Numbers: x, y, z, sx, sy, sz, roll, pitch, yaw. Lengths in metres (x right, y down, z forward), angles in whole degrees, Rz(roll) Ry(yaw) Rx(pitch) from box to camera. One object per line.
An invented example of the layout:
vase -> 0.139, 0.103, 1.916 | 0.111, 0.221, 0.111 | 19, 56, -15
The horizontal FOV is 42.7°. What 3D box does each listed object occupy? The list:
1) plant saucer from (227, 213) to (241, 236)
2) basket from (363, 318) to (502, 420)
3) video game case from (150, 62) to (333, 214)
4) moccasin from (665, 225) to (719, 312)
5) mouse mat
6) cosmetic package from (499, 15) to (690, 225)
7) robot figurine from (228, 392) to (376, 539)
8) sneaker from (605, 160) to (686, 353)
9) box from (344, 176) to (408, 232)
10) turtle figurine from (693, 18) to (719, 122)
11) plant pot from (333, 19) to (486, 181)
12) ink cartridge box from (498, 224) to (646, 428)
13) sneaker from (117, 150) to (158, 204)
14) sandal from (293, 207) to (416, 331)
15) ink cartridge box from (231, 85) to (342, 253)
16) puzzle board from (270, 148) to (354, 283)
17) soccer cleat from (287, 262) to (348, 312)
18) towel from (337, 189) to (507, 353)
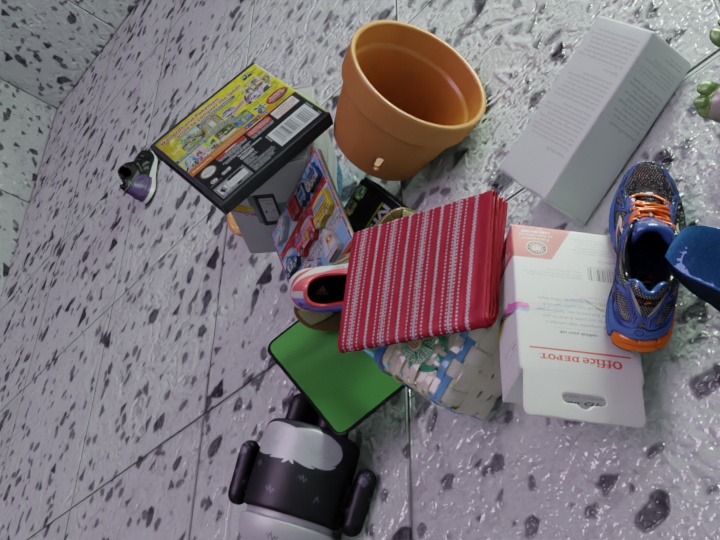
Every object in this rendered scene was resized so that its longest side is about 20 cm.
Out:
plant saucer -> -0.172, -0.150, 1.666 | 0.200, 0.037, 0.201 | -35, 40, 37
basket -> 0.089, 0.050, 1.009 | 0.177, 0.139, 0.200 | -58, 39, 7
video game case -> -0.166, -0.189, 1.280 | 0.200, 0.026, 0.180 | -42, 55, -14
moccasin -> 0.336, 0.025, 0.714 | 0.081, 0.068, 0.200 | -48, 54, -1
mouse mat -> -0.013, 0.099, 1.135 | 0.161, 0.008, 0.200 | -37, 43, -9
cosmetic package -> 0.250, -0.163, 0.996 | 0.201, 0.071, 0.101 | -57, 31, 10
robot figurine -> -0.072, 0.256, 1.115 | 0.150, 0.124, 0.201 | -12, 56, 56
sneaker -> 0.263, -0.026, 0.830 | 0.079, 0.075, 0.201 | 83, -166, -53
box -> 0.004, -0.009, 1.277 | 0.201, 0.047, 0.193 | -57, 30, 9
turtle figurine -> 0.341, -0.184, 0.778 | 0.199, 0.145, 0.194 | -20, 9, -9
plant pot -> 0.051, -0.218, 1.247 | 0.140, 0.199, 0.201 | 125, 153, -45
ink cartridge box -> 0.191, 0.061, 0.855 | 0.068, 0.115, 0.201 | 103, 173, -55
sneaker -> -0.554, -0.251, 2.277 | 0.076, 0.087, 0.201 | -49, 33, 22
sandal -> 0.000, 0.000, 1.167 | 0.200, 0.080, 0.054 | -45, 12, -5
ink cartridge box -> -0.119, -0.147, 1.379 | 0.145, 0.201, 0.148 | -5, 53, 11
puzzle board -> -0.072, -0.045, 1.267 | 0.200, 0.017, 0.152 | -56, 47, 49
soccer cleat -> 0.014, 0.017, 1.105 | 0.073, 0.198, 0.069 | -162, 65, -77
towel -> 0.061, 0.005, 0.941 | 0.199, 0.022, 0.146 | -14, 58, 41
